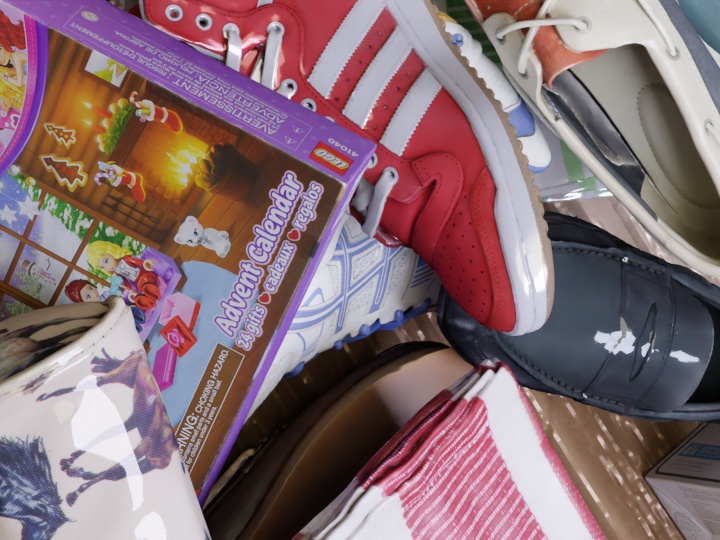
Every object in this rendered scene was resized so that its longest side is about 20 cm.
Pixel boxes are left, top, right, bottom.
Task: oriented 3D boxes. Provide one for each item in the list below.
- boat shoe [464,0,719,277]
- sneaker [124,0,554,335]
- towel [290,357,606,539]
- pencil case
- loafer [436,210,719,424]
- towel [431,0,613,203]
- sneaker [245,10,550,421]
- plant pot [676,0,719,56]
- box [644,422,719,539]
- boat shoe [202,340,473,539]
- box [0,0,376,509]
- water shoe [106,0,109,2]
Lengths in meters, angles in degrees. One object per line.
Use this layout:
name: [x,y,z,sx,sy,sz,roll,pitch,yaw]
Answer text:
boat shoe: [0.086,-0.083,1.082,0.200,0.071,0.063,49,36,-13]
sneaker: [-0.017,-0.052,1.002,0.112,0.071,0.200,-18,66,-21]
towel: [0.018,0.144,0.990,0.200,0.023,0.144,-44,116,-29]
pencil case: [-0.091,0.109,0.970,0.089,0.078,0.201,-17,110,3]
loafer: [0.103,0.021,1.107,0.200,0.070,0.068,16,91,-52]
towel: [0.032,-0.092,1.140,0.199,0.023,0.153,-12,96,-22]
sneaker: [0.000,0.000,1.074,0.088,0.075,0.200,42,75,-19]
plant pot: [0.182,-0.148,1.124,0.134,0.200,0.201,4,90,-6]
box: [0.226,0.049,1.179,0.200,0.117,0.060,-39,103,-16]
boat shoe: [-0.033,0.099,1.091,0.200,0.070,0.070,-45,120,-18]
box: [-0.096,0.011,0.995,0.137,0.039,0.200,28,119,4]
water shoe: [-0.105,-0.142,1.049,0.071,0.079,0.201,9,88,-24]
